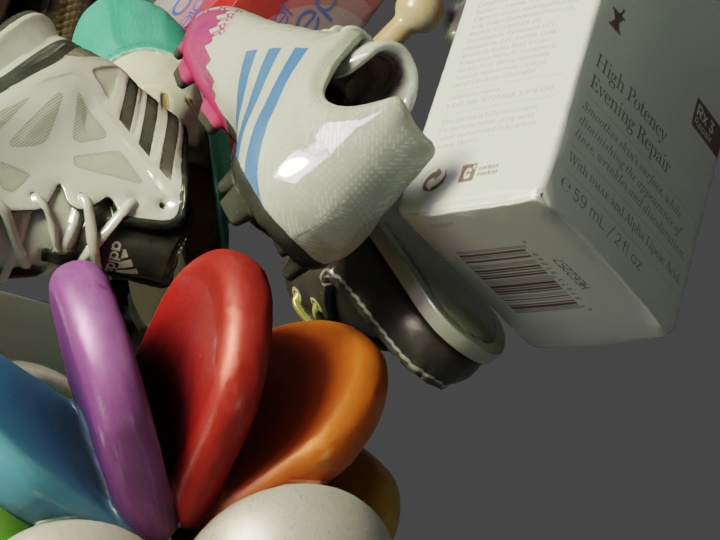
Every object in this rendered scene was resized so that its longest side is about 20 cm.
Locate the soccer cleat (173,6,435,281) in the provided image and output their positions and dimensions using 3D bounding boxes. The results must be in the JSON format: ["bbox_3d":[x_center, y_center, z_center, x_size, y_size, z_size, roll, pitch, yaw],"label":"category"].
[{"bbox_3d":[-0.017,-0.066,0.970,0.086,0.070,0.200,-39,28,8],"label":"soccer cleat"}]

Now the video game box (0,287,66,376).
[{"bbox_3d":[-0.217,0.030,1.080,0.182,0.200,0.047,-6,74,40],"label":"video game box"}]

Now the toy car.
[{"bbox_3d":[-0.081,0.065,0.917,0.199,0.151,0.175,-8,30,-15],"label":"toy car"}]

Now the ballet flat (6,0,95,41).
[{"bbox_3d":[-0.149,-0.088,1.146,0.067,0.046,0.201,-28,41,32],"label":"ballet flat"}]

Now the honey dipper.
[{"bbox_3d":[-0.033,-0.054,1.116,0.200,0.038,0.038,-45,37,-7],"label":"honey dipper"}]

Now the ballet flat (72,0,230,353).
[{"bbox_3d":[-0.085,-0.034,1.057,0.067,0.070,0.201,-9,76,-6],"label":"ballet flat"}]

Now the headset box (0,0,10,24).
[{"bbox_3d":[-0.241,-0.085,1.191,0.201,0.077,0.149,-63,21,12],"label":"headset box"}]

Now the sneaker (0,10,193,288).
[{"bbox_3d":[-0.132,-0.020,0.949,0.115,0.076,0.201,28,45,11],"label":"sneaker"}]

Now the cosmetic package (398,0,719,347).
[{"bbox_3d":[0.093,-0.079,0.967,0.074,0.102,0.201,-6,54,39],"label":"cosmetic package"}]

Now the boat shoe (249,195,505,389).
[{"bbox_3d":[0.000,0.000,1.011,0.061,0.072,0.201,-45,30,7],"label":"boat shoe"}]

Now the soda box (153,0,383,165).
[{"bbox_3d":[-0.056,-0.107,1.155,0.200,0.070,0.063,-54,36,-9],"label":"soda box"}]

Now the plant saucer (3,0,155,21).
[{"bbox_3d":[-0.186,-0.106,1.265,0.199,0.036,0.201,-21,58,37],"label":"plant saucer"}]
